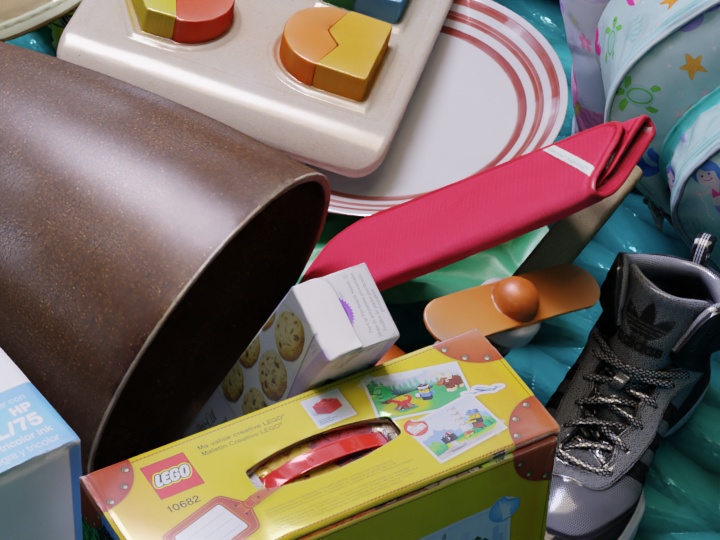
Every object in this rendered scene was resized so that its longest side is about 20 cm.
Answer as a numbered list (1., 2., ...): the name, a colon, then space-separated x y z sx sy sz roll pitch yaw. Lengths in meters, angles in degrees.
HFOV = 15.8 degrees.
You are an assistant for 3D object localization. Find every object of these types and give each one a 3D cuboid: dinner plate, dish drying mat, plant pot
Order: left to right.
1. plant pot: -0.149 -0.025 1.265 0.200 0.187 0.187 36 50 12
2. dinner plate: 0.014 -0.091 1.424 0.200 0.024 0.200 -2 44 2
3. dish drying mat: 0.050 -0.026 1.271 0.200 0.018 0.077 -20 23 38

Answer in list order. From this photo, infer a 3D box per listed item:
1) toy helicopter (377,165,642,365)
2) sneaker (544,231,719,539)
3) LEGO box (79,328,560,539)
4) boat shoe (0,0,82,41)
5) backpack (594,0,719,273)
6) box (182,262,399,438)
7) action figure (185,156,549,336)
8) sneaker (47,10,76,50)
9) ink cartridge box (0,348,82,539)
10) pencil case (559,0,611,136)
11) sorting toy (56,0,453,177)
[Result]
1. toy helicopter: 0.075 0.013 1.270 0.079 0.132 0.200 38 70 6
2. sneaker: 0.124 0.060 1.272 0.075 0.114 0.200 25 45 13
3. LEGO box: -0.019 0.132 1.162 0.200 0.149 0.077 -19 47 -23
4. boat shoe: -0.244 -0.166 1.490 0.200 0.067 0.074 -4 27 28
5. backpack: 0.221 -0.083 1.353 0.177 0.200 0.151 -32 28 26
6. box: -0.035 0.055 1.214 0.039 0.200 0.042 -18 75 -25
7. action figure: 0.000 0.000 1.381 0.200 0.055 0.118 -15 47 -18
8. sneaker: -0.171 -0.167 1.536 0.075 0.077 0.200 19 4 -40
9. ink cartridge box: -0.237 0.096 1.192 0.146 0.147 0.200 -25 50 -27
10. pencil case: 0.149 -0.143 1.441 0.083 0.200 0.091 -17 43 -6
11. sorting toy: -0.049 -0.151 1.424 0.185 0.037 0.200 18 47 4
